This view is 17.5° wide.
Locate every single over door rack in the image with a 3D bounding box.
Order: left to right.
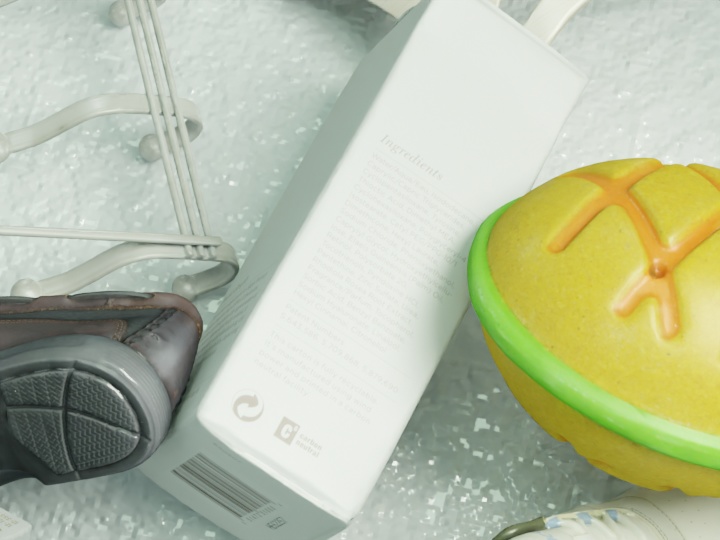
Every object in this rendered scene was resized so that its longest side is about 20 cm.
[{"bbox_3d":[-0.147,-0.065,0.890,0.199,0.067,0.148,11,54,-44],"label":"over door rack"}]

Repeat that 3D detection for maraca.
[{"bbox_3d":[0.131,0.027,0.811,0.199,0.107,0.137,21,38,-2],"label":"maraca"}]

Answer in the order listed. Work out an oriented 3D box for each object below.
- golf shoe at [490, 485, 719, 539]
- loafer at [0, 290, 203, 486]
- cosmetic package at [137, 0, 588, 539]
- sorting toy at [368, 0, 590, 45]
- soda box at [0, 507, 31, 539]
[{"bbox_3d":[0.084,0.115,0.819,0.200,0.097,0.078,-35,57,-16],"label":"golf shoe"},{"bbox_3d":[-0.144,0.043,0.863,0.199,0.072,0.063,-5,31,31],"label":"loafer"},{"bbox_3d":[0.000,0.000,0.870,0.074,0.102,0.201,34,68,-9],"label":"cosmetic package"},{"bbox_3d":[0.056,-0.169,0.957,0.199,0.107,0.180,-32,69,-13],"label":"sorting toy"},{"bbox_3d":[-0.216,0.085,0.829,0.199,0.064,0.068,24,22,26],"label":"soda box"}]
